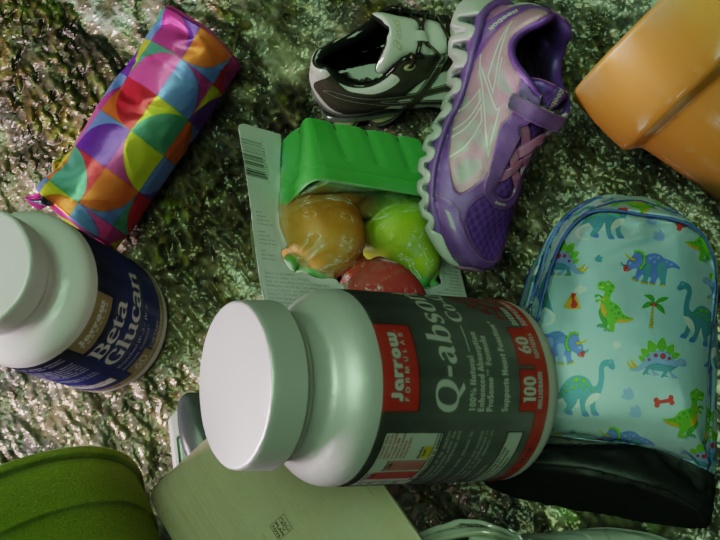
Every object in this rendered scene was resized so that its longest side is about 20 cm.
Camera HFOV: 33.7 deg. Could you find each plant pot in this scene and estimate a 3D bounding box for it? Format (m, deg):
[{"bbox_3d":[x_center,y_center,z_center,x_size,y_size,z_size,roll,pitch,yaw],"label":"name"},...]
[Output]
[{"bbox_3d":[-0.186,0.250,0.742,0.200,0.200,0.194,-38,62,3],"label":"plant pot"},{"bbox_3d":[0.275,-0.120,0.793,0.200,0.200,0.184,-43,86,1],"label":"plant pot"}]

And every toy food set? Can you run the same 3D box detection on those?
[{"bbox_3d":[-0.039,0.173,0.788,0.143,0.060,0.201,-42,62,7],"label":"toy food set"}]

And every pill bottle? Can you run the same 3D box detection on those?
[{"bbox_3d":[-0.228,0.022,0.871,0.110,0.200,0.113,-3,76,14],"label":"pill bottle"},{"bbox_3d":[0.011,0.071,0.716,0.115,0.198,0.117,-9,79,56],"label":"pill bottle"}]

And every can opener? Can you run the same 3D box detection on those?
[{"bbox_3d":[-0.113,0.192,0.870,0.053,0.067,0.202,-12,74,12],"label":"can opener"}]

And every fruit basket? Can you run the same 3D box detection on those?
[{"bbox_3d":[0.000,0.000,0.841,0.093,0.184,0.202,-29,63,49],"label":"fruit basket"}]

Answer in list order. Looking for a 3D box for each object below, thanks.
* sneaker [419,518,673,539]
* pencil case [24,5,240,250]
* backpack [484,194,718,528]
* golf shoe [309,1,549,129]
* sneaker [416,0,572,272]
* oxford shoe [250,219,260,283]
[{"bbox_3d":[0.120,0.203,0.781,0.197,0.116,0.075,-5,73,13],"label":"sneaker"},{"bbox_3d":[-0.182,-0.114,0.956,0.088,0.088,0.201,35,86,19],"label":"pencil case"},{"bbox_3d":[0.173,0.051,0.801,0.161,0.154,0.202,11,63,13],"label":"backpack"},{"bbox_3d":[0.055,-0.162,0.900,0.198,0.095,0.079,-18,71,8],"label":"golf shoe"},{"bbox_3d":[0.100,-0.099,0.823,0.088,0.080,0.203,4,81,44],"label":"sneaker"},{"bbox_3d":[-0.033,0.046,0.888,0.057,0.075,0.202,-11,73,-16],"label":"oxford shoe"}]
